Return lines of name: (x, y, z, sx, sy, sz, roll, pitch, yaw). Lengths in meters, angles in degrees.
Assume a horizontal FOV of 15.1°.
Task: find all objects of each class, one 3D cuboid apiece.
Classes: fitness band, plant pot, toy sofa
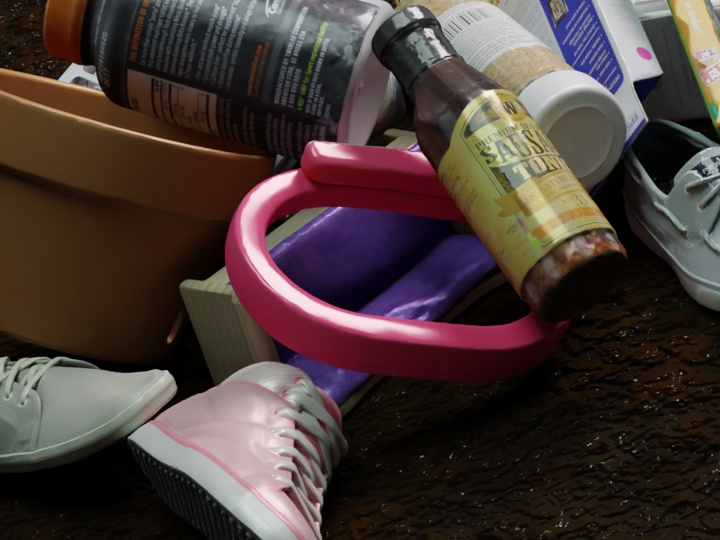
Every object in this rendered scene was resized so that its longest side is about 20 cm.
fitness band: (0.023, -0.003, 1.518, 0.199, 0.038, 0.144, 5, 49, -16)
plant pot: (-0.162, -0.030, 1.638, 0.199, 0.141, 0.200, 15, 8, -2)
toy sofa: (0.000, 0.000, 1.601, 0.097, 0.083, 0.200, 11, 38, 45)

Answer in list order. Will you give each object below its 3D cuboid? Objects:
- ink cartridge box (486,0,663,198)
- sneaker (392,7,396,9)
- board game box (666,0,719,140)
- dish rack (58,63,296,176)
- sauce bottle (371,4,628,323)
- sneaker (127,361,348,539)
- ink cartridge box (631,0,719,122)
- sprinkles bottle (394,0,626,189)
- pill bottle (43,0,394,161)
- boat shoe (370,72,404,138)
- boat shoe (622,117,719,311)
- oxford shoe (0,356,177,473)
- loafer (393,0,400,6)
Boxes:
ink cartridge box: (0.132, -0.128, 1.651, 0.037, 0.095, 0.201, 10, 44, -27)
sneaker: (-0.039, -0.110, 1.865, 0.199, 0.080, 0.096, -21, 40, 7)
board game box: (0.199, -0.159, 1.645, 0.030, 0.096, 0.201, -24, 67, 8)
dish rack: (-0.135, -0.071, 1.797, 0.199, 0.044, 0.172, 20, 61, 34)
sauce bottle: (0.071, -0.063, 1.510, 0.066, 0.066, 0.200, -27, 64, -18)
sneaker: (-0.044, 0.103, 1.439, 0.104, 0.076, 0.200, -31, 25, -14)
ink cartridge box: (0.172, -0.160, 1.796, 0.199, 0.083, 0.147, -7, 29, 21)
sprinkles bottle: (0.085, -0.114, 1.628, 0.068, 0.069, 0.200, -24, 32, -12)
pill bottle: (-0.087, -0.136, 1.626, 0.199, 0.107, 0.106, 17, 36, 10)
boat shoe: (-0.065, -0.124, 1.726, 0.200, 0.072, 0.070, 18, 83, 16)
boat shoe: (0.200, -0.035, 1.556, 0.070, 0.072, 0.201, -24, 27, -12)
oxford shoe: (-0.189, 0.077, 1.561, 0.199, 0.058, 0.075, -10, 19, 40)
loafer: (0.042, -0.206, 1.861, 0.072, 0.200, 0.073, 20, 75, 14)
